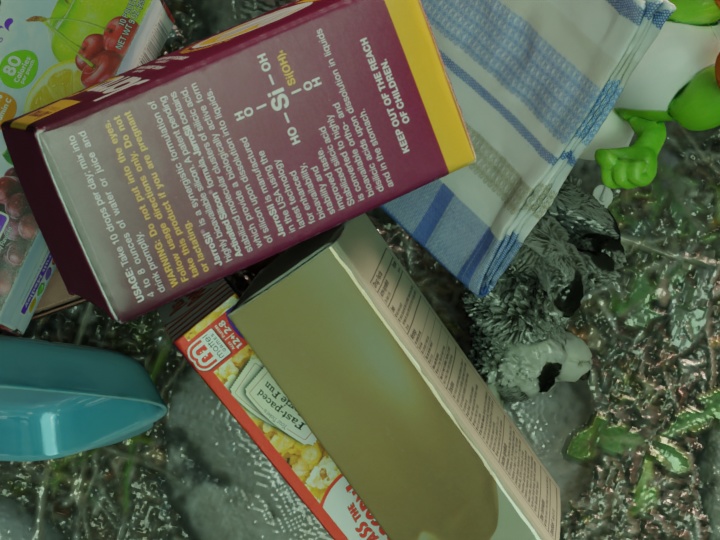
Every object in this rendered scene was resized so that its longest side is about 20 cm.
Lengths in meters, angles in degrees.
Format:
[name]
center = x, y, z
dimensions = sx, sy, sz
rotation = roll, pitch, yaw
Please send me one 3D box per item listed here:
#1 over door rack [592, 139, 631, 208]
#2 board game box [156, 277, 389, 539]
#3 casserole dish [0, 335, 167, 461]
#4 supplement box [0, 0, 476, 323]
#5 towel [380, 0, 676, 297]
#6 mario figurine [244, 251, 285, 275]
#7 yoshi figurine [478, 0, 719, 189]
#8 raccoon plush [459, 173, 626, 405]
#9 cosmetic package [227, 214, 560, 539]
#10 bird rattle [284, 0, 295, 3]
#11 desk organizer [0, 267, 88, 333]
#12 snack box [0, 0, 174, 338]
[over door rack]
center = 0.125, -0.136, 1.092
dimensions = 0.147, 0.067, 0.200
rotation = 26, 93, -14
[board game box]
center = -0.038, 0.088, 1.052
dimensions = 0.046, 0.151, 0.200
rotation = -39, 104, -3
[casserole dish]
center = -0.200, 0.071, 1.015
dimensions = 0.200, 0.121, 0.039
rotation = 13, 61, -50
[supplement box]
center = -0.064, -0.064, 0.914
dimensions = 0.200, 0.131, 0.103
rotation = -25, 104, -15
[towel]
center = 0.067, -0.103, 0.976
dimensions = 0.024, 0.147, 0.200
rotation = -5, 133, -50
[mario figurine]
center = 0.000, 0.000, 1.060
dimensions = 0.106, 0.123, 0.200
rotation = -34, 83, -42
[yoshi figurine]
center = 0.132, -0.105, 0.980
dimensions = 0.112, 0.200, 0.113
rotation = 45, 55, -17
[raccoon plush]
center = 0.066, -0.009, 1.092
dimensions = 0.200, 0.097, 0.134
rotation = 45, 128, 11
[cosmetic package]
center = 0.022, 0.072, 0.960
dimensions = 0.071, 0.105, 0.200
rotation = -34, 96, 14
[bird rattle]
center = -0.036, -0.229, 1.000
dimensions = 0.163, 0.113, 0.200
rotation = 43, 76, -27
[desk organizer]
center = -0.198, -0.012, 1.045
dimensions = 0.200, 0.072, 0.077
rotation = -20, 100, -8
[snack box]
center = -0.209, -0.084, 0.994
dimensions = 0.142, 0.053, 0.200
rotation = 22, 80, 12
